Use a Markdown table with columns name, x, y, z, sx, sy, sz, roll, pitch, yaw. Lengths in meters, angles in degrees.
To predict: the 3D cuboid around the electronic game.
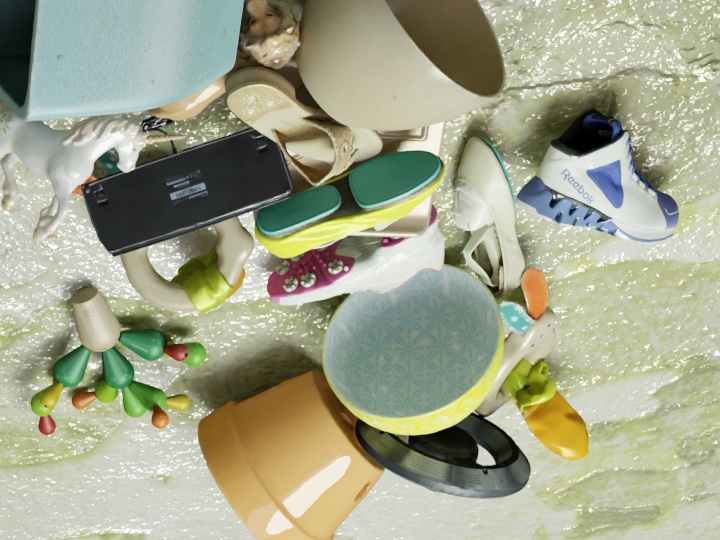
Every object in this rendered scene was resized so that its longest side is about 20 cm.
| name | x | y | z | sx | sy | sz | roll | pitch | yaw |
| --- | --- | --- | --- | --- | --- | --- | --- | --- | --- |
| electronic game | 0.090 | 0.194 | 1.792 | 0.198 | 0.200 | 0.042 | 9 | 109 | -21 |

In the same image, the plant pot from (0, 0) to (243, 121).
| name | x | y | z | sx | sy | sz | roll | pitch | yaw |
| --- | --- | --- | --- | --- | --- | --- | --- | --- | --- |
| plant pot | -0.207 | -0.243 | 1.388 | 0.198 | 0.196 | 0.198 | 0 | 112 | -30 |

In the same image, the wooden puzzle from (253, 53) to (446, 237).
| name | x | y | z | sx | sy | sz | roll | pitch | yaw |
| --- | --- | --- | --- | --- | --- | --- | --- | --- | --- |
| wooden puzzle | -0.010 | -0.134 | 1.630 | 0.183 | 0.046 | 0.202 | 1 | 118 | -12 |

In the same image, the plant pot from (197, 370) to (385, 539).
| name | x | y | z | sx | sy | sz | roll | pitch | yaw |
| --- | --- | --- | --- | --- | --- | --- | --- | --- | --- |
| plant pot | -0.066 | 0.206 | 1.813 | 0.140 | 0.201 | 0.200 | -37 | 128 | 10 |

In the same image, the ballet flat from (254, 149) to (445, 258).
| name | x | y | z | sx | sy | sz | roll | pitch | yaw |
| --- | --- | --- | --- | --- | --- | --- | --- | --- | --- |
| ballet flat | -0.008 | -0.061 | 1.615 | 0.198 | 0.067 | 0.067 | -19 | 142 | 3 |

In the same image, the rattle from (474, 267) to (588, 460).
| name | x | y | z | sx | sy | sz | roll | pitch | yaw |
| --- | --- | --- | --- | --- | --- | --- | --- | --- | --- |
| rattle | 0.204 | 0.110 | 1.807 | 0.129 | 0.143 | 0.201 | -15 | 146 | -30 |

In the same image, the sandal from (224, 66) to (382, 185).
| name | x | y | z | sx | sy | sz | roll | pitch | yaw |
| --- | --- | --- | --- | --- | --- | --- | --- | --- | --- |
| sandal | -0.050 | -0.113 | 1.520 | 0.077 | 0.070 | 0.211 | -23 | 151 | 27 |

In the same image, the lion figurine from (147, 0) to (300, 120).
| name | x | y | z | sx | sy | sz | roll | pitch | yaw |
| --- | --- | --- | --- | --- | --- | --- | --- | --- | --- |
| lion figurine | -0.137 | -0.187 | 1.512 | 0.200 | 0.123 | 0.072 | -41 | 127 | 21 |

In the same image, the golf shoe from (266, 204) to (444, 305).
| name | x | y | z | sx | sy | sz | roll | pitch | yaw |
| --- | --- | --- | --- | --- | --- | --- | --- | --- | --- |
| golf shoe | 0.000 | 0.000 | 1.736 | 0.198 | 0.076 | 0.092 | -22 | 134 | 7 |

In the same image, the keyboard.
| name | x | y | z | sx | sy | sz | roll | pitch | yaw |
| --- | --- | --- | --- | --- | --- | --- | --- | --- | --- |
| keyboard | -0.173 | -0.101 | 1.582 | 0.198 | 0.021 | 0.128 | -18 | 99 | 0 |

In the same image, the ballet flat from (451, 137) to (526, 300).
| name | x | y | z | sx | sy | sz | roll | pitch | yaw |
| --- | --- | --- | --- | --- | --- | --- | --- | --- | --- |
| ballet flat | 0.131 | -0.048 | 1.723 | 0.069 | 0.070 | 0.201 | -19 | 130 | 2 |

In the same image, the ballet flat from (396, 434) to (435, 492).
| name | x | y | z | sx | sy | sz | roll | pitch | yaw |
| --- | --- | --- | --- | --- | --- | --- | --- | --- | --- |
| ballet flat | 0.071 | 0.207 | 1.940 | 0.067 | 0.047 | 0.201 | -24 | 130 | 5 |

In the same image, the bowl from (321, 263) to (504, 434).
| name | x | y | z | sx | sy | sz | roll | pitch | yaw |
| --- | --- | --- | --- | --- | --- | --- | --- | --- | --- |
| bowl | 0.067 | 0.102 | 1.759 | 0.198 | 0.201 | 0.108 | -20 | 138 | 4 |

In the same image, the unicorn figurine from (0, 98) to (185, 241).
| name | x | y | z | sx | sy | sz | roll | pitch | yaw |
| --- | --- | --- | --- | --- | --- | --- | --- | --- | --- |
| unicorn figurine | -0.286 | -0.101 | 1.537 | 0.198 | 0.074 | 0.138 | 24 | 100 | 4 |

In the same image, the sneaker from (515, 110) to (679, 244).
| name | x | y | z | sx | sy | sz | roll | pitch | yaw |
| --- | --- | --- | --- | --- | --- | --- | --- | --- | --- |
| sneaker | 0.262 | -0.100 | 1.703 | 0.198 | 0.081 | 0.116 | 8 | 112 | -34 |

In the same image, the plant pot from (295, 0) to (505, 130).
| name | x | y | z | sx | sy | sz | roll | pitch | yaw |
| --- | --- | --- | --- | --- | --- | --- | --- | --- | --- |
| plant pot | 0.019 | -0.206 | 1.497 | 0.134 | 0.202 | 0.200 | -34 | 129 | 28 |

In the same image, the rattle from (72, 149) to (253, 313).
| name | x | y | z | sx | sy | sz | roll | pitch | yaw |
| --- | --- | --- | --- | --- | --- | --- | --- | --- | --- |
| rattle | -0.205 | -0.048 | 1.667 | 0.199 | 0.143 | 0.131 | 28 | 108 | 0 |

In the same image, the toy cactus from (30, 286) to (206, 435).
| name | x | y | z | sx | sy | sz | roll | pitch | yaw |
| --- | --- | --- | --- | --- | --- | --- | --- | --- | --- |
| toy cactus | -0.270 | 0.099 | 1.748 | 0.198 | 0.103 | 0.166 | -13 | 122 | 9 |
